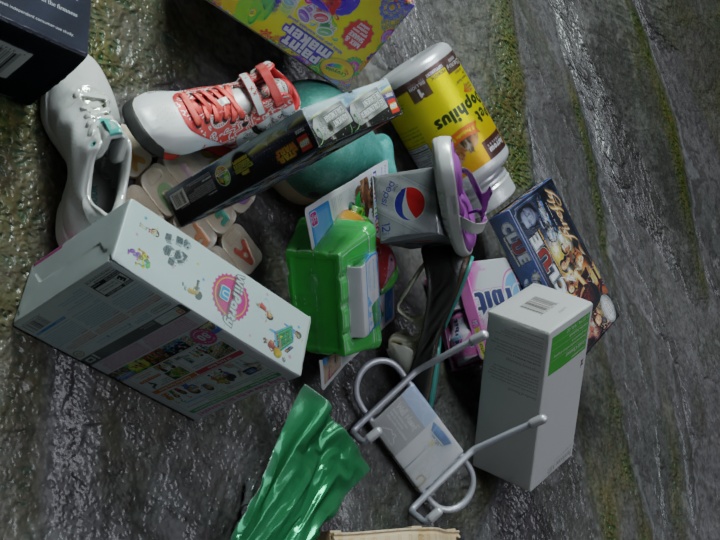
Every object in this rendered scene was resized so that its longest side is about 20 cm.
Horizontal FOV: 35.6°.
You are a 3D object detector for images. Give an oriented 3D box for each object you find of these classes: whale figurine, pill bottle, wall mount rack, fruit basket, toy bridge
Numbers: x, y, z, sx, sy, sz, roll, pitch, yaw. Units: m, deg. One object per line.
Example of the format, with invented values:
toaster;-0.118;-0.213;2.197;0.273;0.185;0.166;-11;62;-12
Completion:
whale figurine;-0.020;-0.136;1.215;0.198;0.103;0.162;11;64;-43
pill bottle;0.109;-0.166;1.370;0.202;0.108;0.109;58;41;-12
wall mount rack;0.090;0.162;1.180;0.173;0.074;0.201;-40;106;-13
fruit basket;0.000;0.000;1.156;0.199;0.092;0.189;-31;123;-55
toy bridge;0.037;0.273;1.122;0.198;0.067;0.028;13;63;-45

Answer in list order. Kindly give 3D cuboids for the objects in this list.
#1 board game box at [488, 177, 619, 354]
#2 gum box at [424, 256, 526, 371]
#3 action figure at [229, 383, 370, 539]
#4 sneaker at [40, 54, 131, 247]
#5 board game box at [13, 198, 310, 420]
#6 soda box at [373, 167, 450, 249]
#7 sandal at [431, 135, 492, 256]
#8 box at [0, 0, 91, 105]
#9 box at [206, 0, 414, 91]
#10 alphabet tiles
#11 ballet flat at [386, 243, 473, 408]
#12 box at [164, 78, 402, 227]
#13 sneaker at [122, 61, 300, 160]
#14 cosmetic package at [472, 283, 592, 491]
board game box;0.245;-0.001;1.404;0.135;0.034;0.202;-34;98;-51
gum box;0.168;0.048;1.371;0.198;0.066;0.116;-6;77;-50
action figure;-0.073;0.220;1.033;0.119;0.054;0.201;51;49;-21
sneaker;-0.228;-0.114;0.974;0.074;0.088;0.203;2;66;-33
board game box;-0.163;0.041;0.941;0.199;0.146;0.065;36;46;-33
soda box;0.063;-0.062;1.180;0.200;0.062;0.070;7;77;-79
sandal;0.107;-0.068;1.116;0.203;0.049;0.084;52;33;-70
box;-0.312;-0.269;0.948;0.147;0.103;0.204;20;58;-41
box;-0.076;-0.324;1.168;0.198;0.122;0.194;28;25;-37
alphabet tiles;-0.176;-0.056;1.073;0.197;0.014;0.201;54;41;-16
ballet flat;0.068;0.064;1.229;0.068;0.067;0.204;-54;159;-78
box;-0.073;-0.109;1.047;0.136;0.198;0.040;-31;95;-49
sneaker;-0.131;-0.157;1.053;0.068;0.107;0.201;62;22;10
cosmetic package;0.195;0.131;1.277;0.107;0.084;0.204;-27;126;-47
